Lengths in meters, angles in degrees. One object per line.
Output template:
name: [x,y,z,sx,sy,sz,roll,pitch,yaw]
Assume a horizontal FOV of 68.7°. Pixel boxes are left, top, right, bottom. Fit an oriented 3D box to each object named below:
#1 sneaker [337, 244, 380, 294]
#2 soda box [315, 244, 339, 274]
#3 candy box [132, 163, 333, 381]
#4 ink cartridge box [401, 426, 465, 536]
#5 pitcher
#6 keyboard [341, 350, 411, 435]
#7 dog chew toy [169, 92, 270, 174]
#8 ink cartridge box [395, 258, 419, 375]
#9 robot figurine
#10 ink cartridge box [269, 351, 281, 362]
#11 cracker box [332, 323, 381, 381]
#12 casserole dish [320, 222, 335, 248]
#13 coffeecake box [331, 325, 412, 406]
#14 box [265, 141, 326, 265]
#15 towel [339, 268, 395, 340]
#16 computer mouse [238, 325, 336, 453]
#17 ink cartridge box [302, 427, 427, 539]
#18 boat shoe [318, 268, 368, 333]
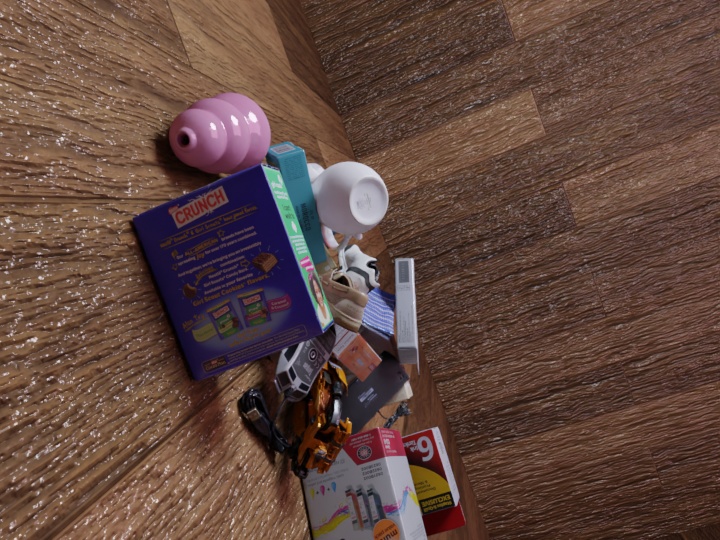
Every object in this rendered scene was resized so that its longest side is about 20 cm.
sneaker: [0.000,0.000,0.998,0.201,0.079,0.075,-93,160,-66]
soda box: [-0.116,-0.064,1.043,0.202,0.067,0.064,59,-1,16]
candy box: [-0.145,0.001,0.622,0.077,0.167,0.203,-49,119,-82]
ink cartridge box: [0.071,0.400,0.950,0.084,0.197,0.178,39,31,-69]
pitcher: [-0.031,-0.107,0.947,0.199,0.120,0.174,17,-49,56]
keyboard: [0.024,0.261,1.019,0.128,0.199,0.021,52,-28,-1]
dog chew toy: [-0.215,-0.202,0.793,0.200,0.123,0.126,-52,122,-68]
ink cartridge box: [0.100,0.103,1.129,0.174,0.043,0.203,78,11,-61]
robot figurine: [-0.059,0.216,0.794,0.058,0.146,0.200,26,15,-16]
ink cartridge box: [-0.152,0.020,0.820,0.201,0.074,0.167,60,13,-51]
cracker box: [-0.061,0.100,0.954,0.200,0.058,0.134,41,-8,33]
casserole dish: [-0.106,-0.114,1.181,0.122,0.038,0.200,56,-26,14]
coffeecake box: [0.007,0.194,1.126,0.073,0.151,0.203,31,40,-75]
box: [-0.112,-0.112,0.910,0.082,0.048,0.203,40,-35,56]
towel: [0.007,0.057,1.041,0.143,0.024,0.200,30,17,-4]
computer mouse: [-0.098,0.150,0.766,0.110,0.043,0.201,57,48,-33]
ink cartridge box: [0.008,0.370,0.826,0.145,0.143,0.203,48,24,-65]
boat shoe: [-0.036,0.034,0.846,0.071,0.065,0.200,26,5,-29]
